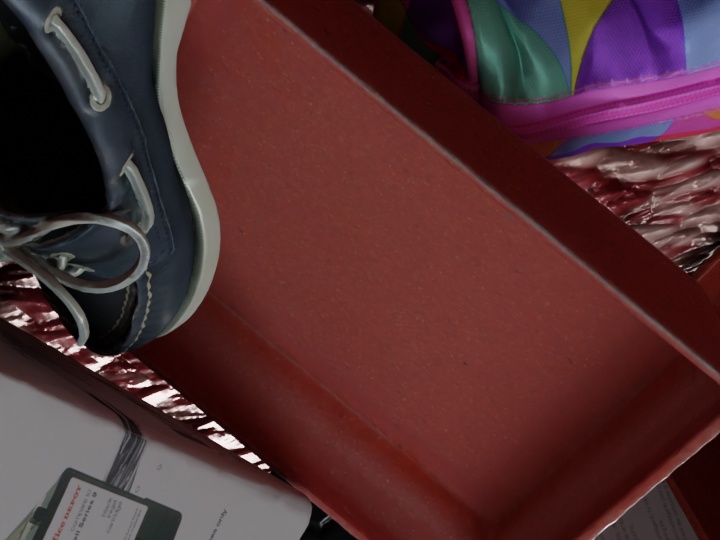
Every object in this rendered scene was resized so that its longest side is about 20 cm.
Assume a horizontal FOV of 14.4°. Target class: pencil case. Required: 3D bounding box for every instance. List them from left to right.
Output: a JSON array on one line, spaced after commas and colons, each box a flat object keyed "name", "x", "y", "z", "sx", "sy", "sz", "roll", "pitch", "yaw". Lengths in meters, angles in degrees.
[{"name": "pencil case", "x": 0.103, "y": -0.080, "z": 0.814, "sx": 0.199, "sy": 0.089, "sz": 0.088, "roll": -11, "pitch": 155, "yaw": -15}]

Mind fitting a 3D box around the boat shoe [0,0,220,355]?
[{"name": "boat shoe", "x": -0.078, "y": -0.033, "z": 0.756, "sx": 0.062, "sy": 0.075, "sz": 0.200, "roll": -48, "pitch": 163, "yaw": -28}]

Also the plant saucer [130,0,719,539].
[{"name": "plant saucer", "x": 0.000, "y": 0.000, "z": 0.815, "sx": 0.037, "sy": 0.200, "sz": 0.200, "roll": -50, "pitch": 179, "yaw": -31}]

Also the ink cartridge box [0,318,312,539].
[{"name": "ink cartridge box", "x": -0.128, "y": 0.052, "z": 0.832, "sx": 0.084, "sy": 0.146, "sz": 0.200, "roll": -61, "pitch": 150, "yaw": -2}]

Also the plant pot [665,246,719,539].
[{"name": "plant pot", "x": 0.250, "y": 0.053, "z": 1.090, "sx": 0.176, "sy": 0.201, "sz": 0.200, "roll": -16, "pitch": 159, "yaw": -34}]

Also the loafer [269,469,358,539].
[{"name": "loafer", "x": 0.030, "y": 0.069, "z": 1.064, "sx": 0.200, "sy": 0.068, "sz": 0.070, "roll": -42, "pitch": 162, "yaw": 9}]

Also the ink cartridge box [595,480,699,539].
[{"name": "ink cartridge box", "x": 0.083, "y": 0.156, "z": 1.161, "sx": 0.199, "sy": 0.197, "sz": 0.043, "roll": -21, "pitch": 156, "yaw": 5}]
